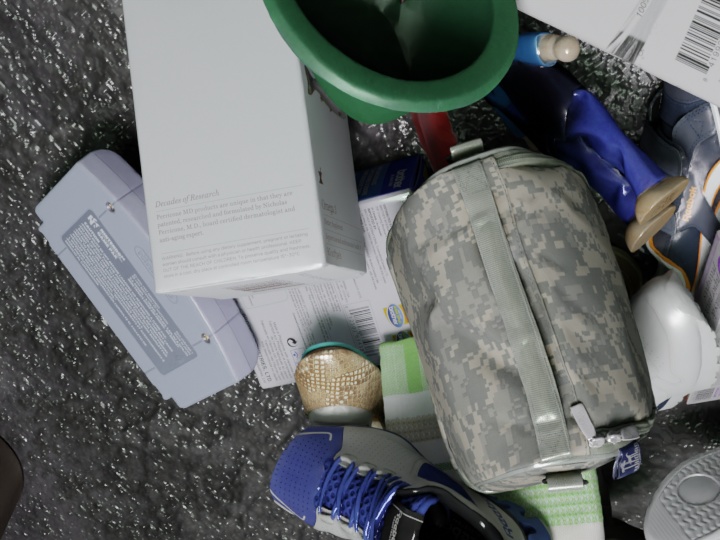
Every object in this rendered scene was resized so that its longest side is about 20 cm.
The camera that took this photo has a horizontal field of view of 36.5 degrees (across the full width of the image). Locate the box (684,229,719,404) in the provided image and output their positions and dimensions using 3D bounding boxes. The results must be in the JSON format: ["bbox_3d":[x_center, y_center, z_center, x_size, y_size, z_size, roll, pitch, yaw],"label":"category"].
[{"bbox_3d":[0.256,0.036,0.766,0.041,0.039,0.201,-11,150,2],"label":"box"}]

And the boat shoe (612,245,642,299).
[{"bbox_3d":[0.136,0.061,0.845,0.200,0.063,0.073,-39,105,24],"label":"boat shoe"}]

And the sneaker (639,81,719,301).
[{"bbox_3d":[0.222,-0.059,0.758,0.078,0.079,0.202,-14,116,5],"label":"sneaker"}]

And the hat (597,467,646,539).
[{"bbox_3d":[0.148,0.162,0.855,0.198,0.201,0.082,12,86,3],"label":"hat"}]

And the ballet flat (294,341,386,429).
[{"bbox_3d":[-0.006,0.120,0.842,0.070,0.066,0.200,-6,153,11],"label":"ballet flat"}]

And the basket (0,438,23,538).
[{"bbox_3d":[-0.383,0.230,0.941,0.134,0.201,0.182,-9,116,13],"label":"basket"}]

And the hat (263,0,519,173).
[{"bbox_3d":[-0.003,-0.126,0.704,0.201,0.165,0.176,60,152,11],"label":"hat"}]

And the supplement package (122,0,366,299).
[{"bbox_3d":[-0.074,-0.089,0.727,0.116,0.117,0.203,-9,85,14],"label":"supplement package"}]

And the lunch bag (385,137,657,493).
[{"bbox_3d":[0.096,0.035,0.667,0.138,0.168,0.202,-18,78,8],"label":"lunch bag"}]

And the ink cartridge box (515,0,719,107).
[{"bbox_3d":[0.201,-0.192,0.647,0.199,0.084,0.147,34,119,25],"label":"ink cartridge box"}]

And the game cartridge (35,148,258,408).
[{"bbox_3d":[-0.163,0.009,0.838,0.201,0.040,0.133,55,144,-7],"label":"game cartridge"}]

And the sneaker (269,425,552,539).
[{"bbox_3d":[0.024,0.152,0.707,0.198,0.115,0.081,19,85,25],"label":"sneaker"}]

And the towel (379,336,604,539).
[{"bbox_3d":[0.091,0.139,0.763,0.148,0.031,0.202,-9,75,18],"label":"towel"}]

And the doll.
[{"bbox_3d":[0.129,-0.107,0.728,0.048,0.137,0.200,-38,69,-13],"label":"doll"}]

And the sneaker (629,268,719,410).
[{"bbox_3d":[0.193,0.068,0.775,0.080,0.077,0.201,-17,153,-6],"label":"sneaker"}]

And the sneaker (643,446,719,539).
[{"bbox_3d":[0.294,0.186,0.827,0.074,0.199,0.119,28,138,47],"label":"sneaker"}]

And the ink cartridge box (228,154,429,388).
[{"bbox_3d":[0.000,0.000,0.829,0.198,0.077,0.138,-12,115,17],"label":"ink cartridge box"}]
